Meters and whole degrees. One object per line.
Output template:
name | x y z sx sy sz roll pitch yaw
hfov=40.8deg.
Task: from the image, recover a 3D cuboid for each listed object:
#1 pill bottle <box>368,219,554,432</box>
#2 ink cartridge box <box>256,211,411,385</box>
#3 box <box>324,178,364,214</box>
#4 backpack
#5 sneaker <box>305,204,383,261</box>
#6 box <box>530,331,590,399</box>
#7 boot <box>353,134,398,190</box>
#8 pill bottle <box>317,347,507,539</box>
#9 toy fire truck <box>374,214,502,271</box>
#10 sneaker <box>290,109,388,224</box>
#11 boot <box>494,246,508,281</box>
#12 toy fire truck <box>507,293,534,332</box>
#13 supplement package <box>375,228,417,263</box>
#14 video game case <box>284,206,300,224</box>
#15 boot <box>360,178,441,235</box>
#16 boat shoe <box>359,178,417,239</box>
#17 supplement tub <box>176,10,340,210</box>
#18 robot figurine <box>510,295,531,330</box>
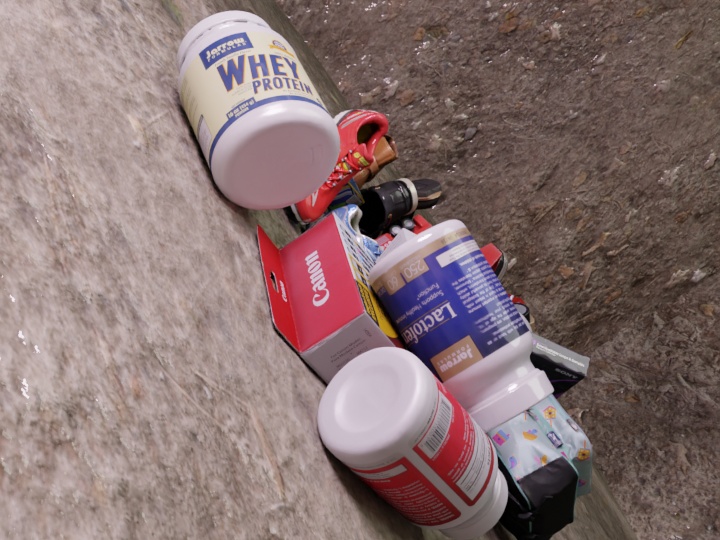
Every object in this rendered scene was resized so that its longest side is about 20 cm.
pill bottle | 0.104 0.059 0.982 0.200 0.116 0.116 59 9 9
ink cartridge box | -0.022 0.035 1.032 0.176 0.084 0.200 50 12 -34
box | -0.076 -0.156 1.370 0.200 0.064 0.070 48 12 -42
backpack | 0.213 0.242 1.303 0.200 0.153 0.176 46 -17 37
sneaker | 0.000 0.000 1.290 0.200 0.077 0.076 62 9 15
box | 0.208 0.146 1.354 0.143 0.200 0.036 24 55 -6
boot | -0.018 -0.176 1.556 0.077 0.155 0.200 53 10 -17
pill bottle | 0.057 0.168 0.895 0.200 0.112 0.112 49 11 -38
toy fire truck | 0.092 -0.008 1.407 0.141 0.200 0.049 45 -33 22
sneaker | -0.027 -0.146 1.292 0.085 0.200 0.077 4 -37 40
boot | 0.116 0.007 1.494 0.154 0.203 0.074 43 16 -41
toy fire truck | 0.190 0.097 1.691 0.200 0.176 0.129 -120 -161 -59
supplement package | 0.079 0.064 1.160 0.109 0.114 0.200 26 27 -26
video game case | -0.119 -0.147 1.370 0.143 0.019 0.200 54 10 -12
boot | 0.066 -0.066 1.519 0.200 0.077 0.139 1 -73 57
boat shoe | 0.011 -0.085 1.465 0.201 0.063 0.074 -28 -97 60
supplement tub | -0.120 -0.182 1.085 0.145 0.145 0.200 43 15 -54
robot figurine | 0.203 0.138 1.512 0.113 0.200 0.170 15 14 12
